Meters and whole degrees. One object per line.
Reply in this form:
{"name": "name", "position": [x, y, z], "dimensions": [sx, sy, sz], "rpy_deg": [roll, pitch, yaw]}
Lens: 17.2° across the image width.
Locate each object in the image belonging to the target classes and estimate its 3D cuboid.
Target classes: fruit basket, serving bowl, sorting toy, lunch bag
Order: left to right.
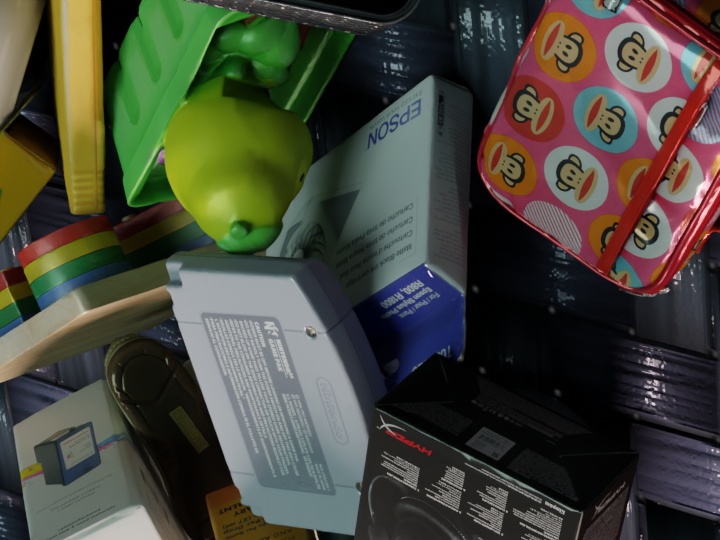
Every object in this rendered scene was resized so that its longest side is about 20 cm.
{"name": "serving bowl", "position": [-0.267, -0.162, 1.702], "dimensions": [0.066, 0.200, 0.200], "rpy_deg": [17, 133, -9]}
{"name": "sorting toy", "position": [-0.186, 0.006, 1.718], "dimensions": [0.199, 0.200, 0.070], "rpy_deg": [-29, 83, 46]}
{"name": "fruit basket", "position": [-0.075, -0.104, 1.581], "dimensions": [0.216, 0.155, 0.216], "rpy_deg": [21, 118, 47]}
{"name": "lunch bag", "position": [0.175, -0.086, 1.433], "dimensions": [0.176, 0.082, 0.200], "rpy_deg": [37, 135, 14]}

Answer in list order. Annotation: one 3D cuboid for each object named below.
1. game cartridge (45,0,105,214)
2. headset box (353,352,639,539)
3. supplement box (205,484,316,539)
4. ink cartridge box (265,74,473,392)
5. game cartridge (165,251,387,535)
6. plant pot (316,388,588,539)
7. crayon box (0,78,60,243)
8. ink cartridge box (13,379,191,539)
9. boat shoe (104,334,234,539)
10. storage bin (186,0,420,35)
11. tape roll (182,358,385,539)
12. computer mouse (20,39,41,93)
{"name": "game cartridge", "position": [-0.201, -0.160, 1.679], "dimensions": [0.176, 0.032, 0.200], "rpy_deg": [-109, 16, -56]}
{"name": "headset box", "position": [0.075, 0.174, 1.470], "dimensions": [0.149, 0.077, 0.200], "rpy_deg": [25, 130, 25]}
{"name": "supplement box", "position": [-0.051, 0.216, 1.590], "dimensions": [0.200, 0.067, 0.069], "rpy_deg": [-115, 6, -57]}
{"name": "ink cartridge box", "position": [0.000, 0.000, 1.570], "dimensions": [0.200, 0.041, 0.200], "rpy_deg": [-35, 44, 46]}
{"name": "game cartridge", "position": [-0.044, 0.079, 1.537], "dimensions": [0.133, 0.040, 0.200], "rpy_deg": [6, 124, 40]}
{"name": "plant pot", "position": [0.087, 0.160, 1.608], "dimensions": [0.200, 0.134, 0.200], "rpy_deg": [21, 126, 32]}
{"name": "crayon box", "position": [-0.281, -0.045, 1.763], "dimensions": [0.051, 0.127, 0.200], "rpy_deg": [37, 97, -10]}
{"name": "ink cartridge box", "position": [-0.174, 0.190, 1.708], "dimensions": [0.145, 0.087, 0.200], "rpy_deg": [63, -179, -27]}
{"name": "boat shoe", "position": [-0.121, 0.130, 1.733], "dimensions": [0.200, 0.072, 0.076], "rpy_deg": [64, 169, -15]}
{"name": "storage bin", "position": [-0.058, -0.226, 1.444], "dimensions": [0.200, 0.094, 0.135], "rpy_deg": [11, 90, -7]}
{"name": "tape roll", "position": [-0.052, 0.136, 1.763], "dimensions": [0.202, 0.071, 0.202], "rpy_deg": [20, 125, 32]}
{"name": "computer mouse", "position": [-0.315, -0.213, 1.820], "dimensions": [0.200, 0.034, 0.059], "rpy_deg": [48, 137, 10]}
